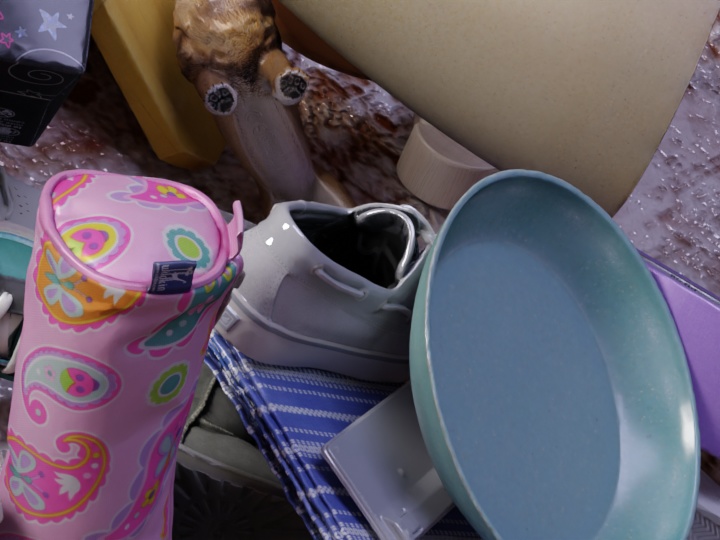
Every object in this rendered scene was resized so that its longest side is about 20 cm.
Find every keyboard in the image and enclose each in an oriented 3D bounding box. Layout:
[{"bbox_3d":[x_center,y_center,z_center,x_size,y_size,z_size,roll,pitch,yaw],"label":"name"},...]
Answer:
[{"bbox_3d":[0.037,0.073,1.212,0.056,0.011,0.200,51,26,4],"label":"keyboard"}]

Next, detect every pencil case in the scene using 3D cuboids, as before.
[{"bbox_3d":[-0.101,0.054,1.083,0.087,0.200,0.088,11,34,-7],"label":"pencil case"}]

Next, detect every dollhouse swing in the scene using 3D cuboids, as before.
[{"bbox_3d":[-0.162,-0.154,1.436,0.181,0.176,0.200,-3,30,17],"label":"dollhouse swing"}]

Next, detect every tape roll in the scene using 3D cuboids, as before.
[{"bbox_3d":[0.157,0.037,1.382,0.200,0.066,0.200,31,4,-2],"label":"tape roll"}]

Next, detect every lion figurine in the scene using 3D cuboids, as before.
[{"bbox_3d":[-0.044,-0.068,1.379,0.072,0.201,0.123,-17,21,-5],"label":"lion figurine"}]

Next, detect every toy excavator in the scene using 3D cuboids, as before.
[{"bbox_3d":[0.085,-0.119,1.582,0.199,0.100,0.195,-6,51,-28],"label":"toy excavator"}]

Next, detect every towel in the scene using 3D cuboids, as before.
[{"bbox_3d":[0.005,0.094,1.185,0.145,0.024,0.200,10,43,-56],"label":"towel"}]

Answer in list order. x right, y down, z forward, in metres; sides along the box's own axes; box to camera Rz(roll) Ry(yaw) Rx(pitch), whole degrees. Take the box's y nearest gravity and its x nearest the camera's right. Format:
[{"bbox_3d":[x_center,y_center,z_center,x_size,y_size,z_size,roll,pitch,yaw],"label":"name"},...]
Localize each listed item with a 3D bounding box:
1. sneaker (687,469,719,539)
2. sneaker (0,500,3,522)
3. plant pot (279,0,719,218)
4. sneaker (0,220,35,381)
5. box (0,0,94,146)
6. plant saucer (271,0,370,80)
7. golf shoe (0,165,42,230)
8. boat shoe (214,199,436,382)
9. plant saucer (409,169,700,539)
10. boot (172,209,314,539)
[{"bbox_3d":[0.160,0.125,1.366,0.200,0.074,0.115,44,12,31],"label":"sneaker"},{"bbox_3d":[-0.235,0.065,1.078,0.200,0.073,0.072,34,-12,15],"label":"sneaker"},{"bbox_3d":[0.061,-0.146,1.323,0.200,0.188,0.187,22,35,-6],"label":"plant pot"},{"bbox_3d":[-0.194,0.012,1.141,0.200,0.072,0.080,18,21,-16],"label":"sneaker"},{"bbox_3d":[-0.225,-0.141,1.212,0.199,0.132,0.115,10,75,-15],"label":"box"},{"bbox_3d":[0.027,-0.170,1.435,0.200,0.200,0.038,22,43,-20],"label":"plant saucer"},{"bbox_3d":[-0.199,-0.038,1.209,0.200,0.092,0.075,10,40,-36],"label":"golf shoe"},{"bbox_3d":[0.000,0.000,1.208,0.200,0.068,0.072,13,40,-57],"label":"boat shoe"},{"bbox_3d":[0.081,0.055,1.212,0.200,0.036,0.201,24,57,-43],"label":"plant saucer"},{"bbox_3d":[-0.049,0.065,1.250,0.182,0.073,0.200,34,27,-7],"label":"boot"}]
